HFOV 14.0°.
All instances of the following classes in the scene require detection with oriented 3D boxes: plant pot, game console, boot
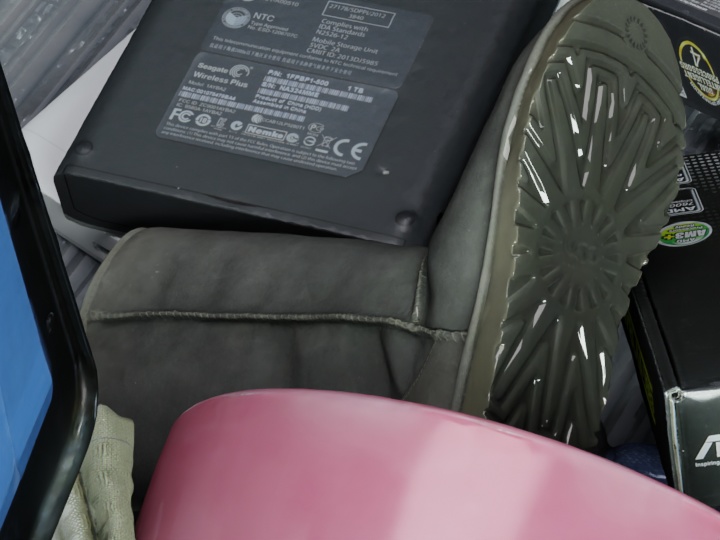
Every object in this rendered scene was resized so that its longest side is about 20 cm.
[{"bbox_3d":[0.013,0.153,0.811,0.199,0.200,0.179,13,69,19],"label":"plant pot"},{"bbox_3d":[-0.160,0.047,0.828,0.175,0.117,0.200,-17,36,-5],"label":"game console"},{"bbox_3d":[-0.001,-0.002,0.942,0.200,0.072,0.182,0,65,51],"label":"boot"}]

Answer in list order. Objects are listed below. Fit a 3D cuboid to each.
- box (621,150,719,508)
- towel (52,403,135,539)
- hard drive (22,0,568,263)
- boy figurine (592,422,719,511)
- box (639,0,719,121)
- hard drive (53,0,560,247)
[{"bbox_3d":[0.183,0.005,0.930,0.199,0.048,0.193,-7,20,2],"label":"box"},{"bbox_3d":[-0.105,0.165,0.818,0.034,0.193,0.200,12,46,-19],"label":"towel"},{"bbox_3d":[-0.023,-0.068,1.092,0.132,0.027,0.200,31,62,29],"label":"hard drive"},{"bbox_3d":[0.158,0.078,0.910,0.199,0.065,0.124,-1,29,13],"label":"boy figurine"},{"bbox_3d":[0.198,-0.098,1.015,0.161,0.049,0.200,-31,27,-15],"label":"box"},{"bbox_3d":[-0.008,-0.087,1.066,0.139,0.033,0.200,13,55,19],"label":"hard drive"}]
